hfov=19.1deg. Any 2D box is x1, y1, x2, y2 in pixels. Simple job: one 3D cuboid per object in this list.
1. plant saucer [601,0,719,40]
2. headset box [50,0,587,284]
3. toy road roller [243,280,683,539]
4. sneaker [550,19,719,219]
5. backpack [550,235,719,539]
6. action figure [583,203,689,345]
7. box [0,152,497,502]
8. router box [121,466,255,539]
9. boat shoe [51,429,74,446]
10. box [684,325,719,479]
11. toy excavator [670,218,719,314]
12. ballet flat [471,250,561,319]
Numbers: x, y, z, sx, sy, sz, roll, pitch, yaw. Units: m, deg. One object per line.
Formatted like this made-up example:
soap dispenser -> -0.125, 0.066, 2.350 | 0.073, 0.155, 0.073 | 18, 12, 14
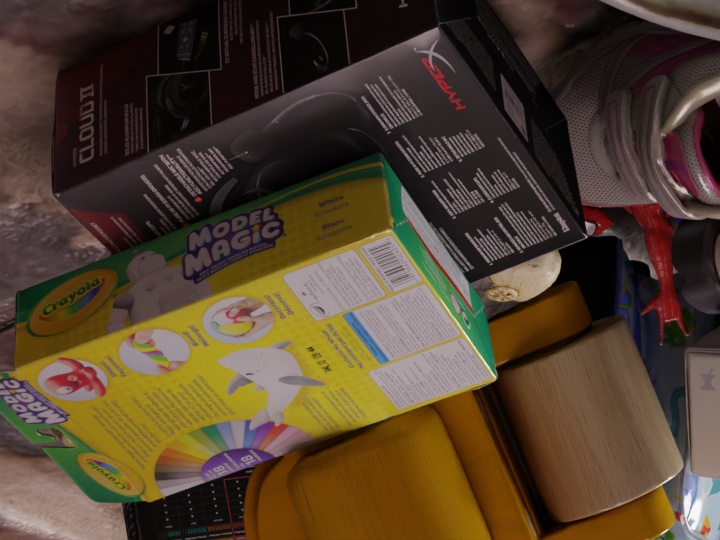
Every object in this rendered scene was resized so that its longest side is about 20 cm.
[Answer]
plant saucer -> 0.132, -0.148, 0.788 | 0.199, 0.050, 0.200 | 19, 165, 5
headset box -> -0.025, -0.045, 0.912 | 0.199, 0.078, 0.149 | -22, 137, 20
toy road roller -> 0.043, 0.098, 0.982 | 0.199, 0.123, 0.146 | -23, -177, 9
sneaker -> 0.143, -0.064, 0.922 | 0.199, 0.082, 0.088 | -18, -160, 48
backpack -> 0.132, 0.089, 1.162 | 0.146, 0.184, 0.200 | 1, 162, 14
action figure -> 0.198, -0.028, 1.063 | 0.199, 0.100, 0.065 | -13, -178, 8
box -> -0.055, 0.033, 0.906 | 0.199, 0.049, 0.117 | -21, 137, 14
router box -> -0.040, 0.171, 1.302 | 0.199, 0.151, 0.062 | -6, 155, -14
boat shoe -> -0.077, 0.071, 1.180 | 0.199, 0.063, 0.073 | -12, 155, -3
box -> 0.241, 0.051, 1.111 | 0.082, 0.069, 0.200 | 3, -166, 31
toy excavator -> 0.256, 0.040, 0.972 | 0.194, 0.201, 0.100 | -23, -175, -39
ballet flat -> 0.004, 0.025, 0.997 | 0.199, 0.057, 0.066 | -18, 142, 26
